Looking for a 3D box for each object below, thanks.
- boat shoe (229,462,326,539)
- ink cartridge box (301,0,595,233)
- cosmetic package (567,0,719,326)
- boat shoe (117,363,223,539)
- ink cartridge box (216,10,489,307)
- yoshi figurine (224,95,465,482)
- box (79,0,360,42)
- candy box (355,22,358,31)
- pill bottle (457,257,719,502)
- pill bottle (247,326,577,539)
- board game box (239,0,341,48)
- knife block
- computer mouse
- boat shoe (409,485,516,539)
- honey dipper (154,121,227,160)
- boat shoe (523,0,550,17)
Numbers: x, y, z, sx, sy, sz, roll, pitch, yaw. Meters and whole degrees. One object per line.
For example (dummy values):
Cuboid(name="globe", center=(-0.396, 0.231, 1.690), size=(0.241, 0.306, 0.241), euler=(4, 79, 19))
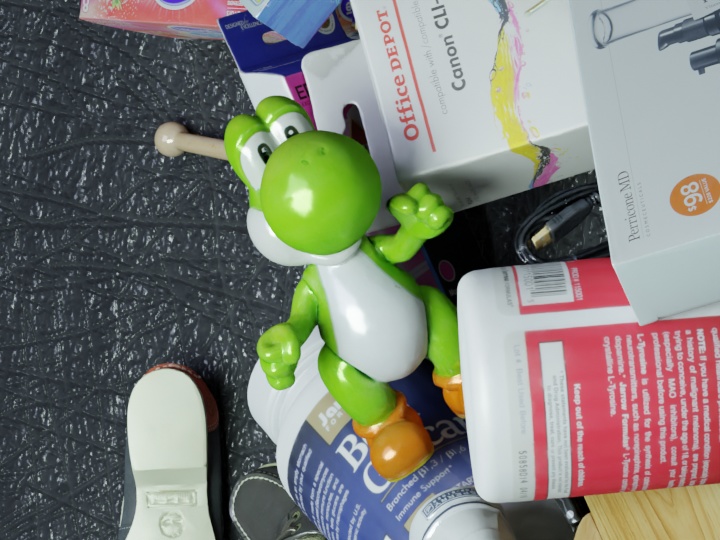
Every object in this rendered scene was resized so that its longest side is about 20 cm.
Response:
Cuboid(name="boat shoe", center=(-0.020, 0.167, 1.644), size=(0.201, 0.066, 0.072), euler=(36, 114, 44))
Cuboid(name="ink cartridge box", center=(0.067, -0.103, 1.490), size=(0.199, 0.068, 0.117), euler=(-18, 70, 7))
Cuboid(name="cosmetic package", center=(0.182, -0.081, 1.341), size=(0.150, 0.052, 0.201), euler=(-19, 45, 14))
Cuboid(name="boat shoe", center=(-0.118, 0.158, 1.762), size=(0.063, 0.071, 0.201), euler=(46, -135, -89))
Cuboid(name="ink cartridge box", center=(-0.001, -0.062, 1.577), size=(0.037, 0.095, 0.201), euler=(-29, 85, 43))
Cuboid(name="yoshi figurine", center=(-0.001, 0.005, 1.442), size=(0.112, 0.112, 0.200), euler=(-20, 109, 39))
Cuboid(name="box", center=(-0.071, -0.188, 1.710), size=(0.200, 0.094, 0.103), euler=(10, 94, 48))
Cuboid(name="candy box", center=(0.057, -0.233, 1.599), size=(0.115, 0.055, 0.201), euler=(0, 87, 48))
Cuboid(name="pill bottle", center=(0.149, 0.047, 1.361), size=(0.112, 0.199, 0.113), euler=(175, 90, -90))
Cuboid(name="pill bottle", center=(0.023, 0.110, 1.566), size=(0.200, 0.111, 0.111), euler=(44, 119, 41))
Cuboid(name="board game box", center=(-0.023, -0.250, 1.571), size=(0.199, 0.043, 0.200), euler=(-51, 41, 10))
Cuboid(name="knife block", center=(0.171, 0.118, 1.427), size=(0.199, 0.064, 0.176), euler=(15, 82, 31))
Cuboid(name="computer mouse", center=(0.154, -0.069, 1.407), size=(0.059, 0.200, 0.034), euler=(45, 167, 3))
Cuboid(name="boat shoe", center=(0.072, 0.205, 1.467), size=(0.065, 0.073, 0.201), euler=(55, 170, 55))
Cuboid(name="honey dipper", center=(-0.065, -0.068, 1.741), size=(0.200, 0.038, 0.038), euler=(11, 95, 51))
Cuboid(name="boat shoe", center=(0.139, -0.174, 1.423), size=(0.199, 0.073, 0.063), euler=(-18, 68, 4))
